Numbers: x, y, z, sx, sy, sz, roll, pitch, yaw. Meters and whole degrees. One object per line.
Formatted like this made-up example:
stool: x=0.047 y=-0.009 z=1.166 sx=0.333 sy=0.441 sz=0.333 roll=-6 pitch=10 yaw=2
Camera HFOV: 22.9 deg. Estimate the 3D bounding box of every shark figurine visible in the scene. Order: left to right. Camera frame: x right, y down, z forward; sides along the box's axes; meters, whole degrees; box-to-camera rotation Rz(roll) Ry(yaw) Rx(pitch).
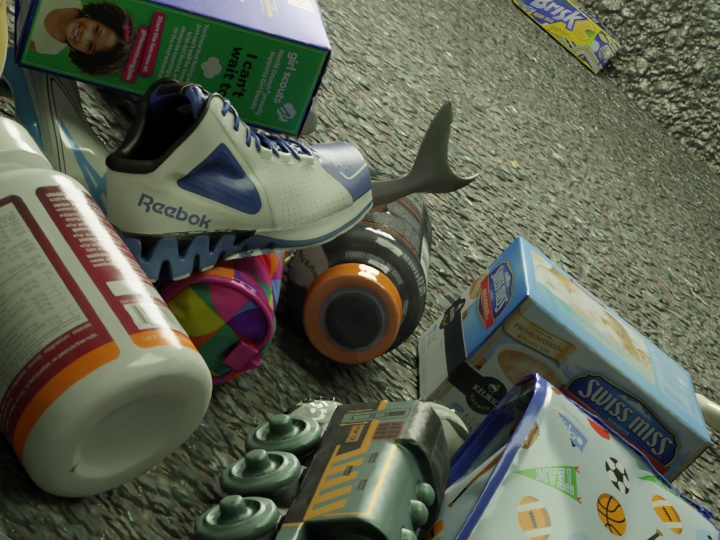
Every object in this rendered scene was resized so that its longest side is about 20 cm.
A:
shark figurine: x=-0.019 y=-0.078 z=1.300 sx=0.214 sy=0.128 sz=0.090 roll=8 pitch=-53 yaw=61

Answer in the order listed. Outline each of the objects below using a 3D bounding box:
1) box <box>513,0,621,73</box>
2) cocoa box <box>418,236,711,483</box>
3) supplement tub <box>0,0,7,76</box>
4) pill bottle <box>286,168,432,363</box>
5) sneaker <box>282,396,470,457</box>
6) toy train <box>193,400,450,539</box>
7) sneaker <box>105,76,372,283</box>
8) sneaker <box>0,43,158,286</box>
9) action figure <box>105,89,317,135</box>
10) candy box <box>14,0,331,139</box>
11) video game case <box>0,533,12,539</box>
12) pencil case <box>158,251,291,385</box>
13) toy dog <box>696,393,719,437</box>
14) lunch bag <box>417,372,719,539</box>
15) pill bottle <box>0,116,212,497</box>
box: x=0.363 y=-0.441 z=3.141 sx=0.200 sy=0.070 sz=0.064 roll=40 pitch=17 yaw=-9
cocoa box: x=0.162 y=0.096 z=1.438 sx=0.200 sy=0.131 sz=0.133 roll=38 pitch=19 yaw=-13
supplement tub: x=-0.266 y=-0.142 z=0.971 sx=0.145 sy=0.145 sz=0.200 roll=42 pitch=-13 yaw=-2
pill bottle: x=0.000 y=0.000 z=1.361 sx=0.106 sy=0.106 sz=0.200 roll=39 pitch=19 yaw=-10
sneaker: x=0.010 y=0.132 z=1.165 sx=0.200 sy=0.074 sz=0.079 roll=4 pitch=51 yaw=-53
toy train: x=-0.017 y=0.135 z=0.982 sx=0.200 sy=0.114 sz=0.085 roll=-60 pitch=140 yaw=-67
sneaker: x=-0.081 y=-0.069 z=1.128 sx=0.199 sy=0.115 sz=0.081 roll=-18 pitch=27 yaw=-34
sneaker: x=-0.195 y=-0.063 z=1.194 sx=0.200 sy=0.072 sz=0.072 roll=61 pitch=-3 yaw=14
action figure: x=-0.099 y=-0.148 z=1.439 sx=0.200 sy=0.105 sz=0.193 roll=27 pitch=-10 yaw=-30
candy box: x=-0.132 y=-0.182 z=1.222 sx=0.200 sy=0.077 sz=0.169 roll=12 pitch=30 yaw=-18
video game case: x=-0.165 y=0.179 z=0.760 sx=0.182 sy=0.023 sz=0.200 roll=35 pitch=20 yaw=-23
pencil case: x=-0.089 y=0.004 z=1.213 sx=0.088 sy=0.088 sz=0.200 roll=39 pitch=20 yaw=-11
toy dog: x=0.450 y=0.152 z=1.947 sx=0.194 sy=0.140 sz=0.200 roll=5 pitch=23 yaw=3
lunch bag: x=0.114 y=0.183 z=1.056 sx=0.170 sy=0.124 sz=0.200 roll=39 pitch=60 yaw=-9
pill bottle: x=-0.174 y=0.015 z=0.967 sx=0.110 sy=0.110 sz=0.200 roll=13 pitch=34 yaw=-56
